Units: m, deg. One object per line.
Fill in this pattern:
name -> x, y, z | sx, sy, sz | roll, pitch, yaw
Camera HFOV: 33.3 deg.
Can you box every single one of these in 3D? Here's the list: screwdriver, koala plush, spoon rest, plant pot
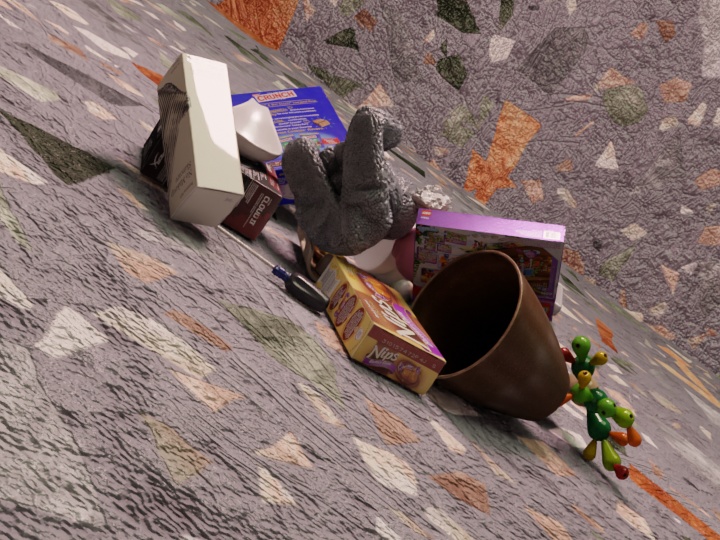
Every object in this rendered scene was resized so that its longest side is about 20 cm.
screwdriver -> -0.123, -0.010, 1.497 | 0.198, 0.028, 0.029 | 33, 41, -3
koala plush -> 0.017, -0.096, 1.657 | 0.199, 0.175, 0.187 | 17, 58, -56
spoon rest -> -0.155, -0.202, 1.689 | 0.099, 0.061, 0.200 | 31, 11, -16
plant pot -> 0.186, 0.107, 1.580 | 0.200, 0.187, 0.187 | 41, 6, -35

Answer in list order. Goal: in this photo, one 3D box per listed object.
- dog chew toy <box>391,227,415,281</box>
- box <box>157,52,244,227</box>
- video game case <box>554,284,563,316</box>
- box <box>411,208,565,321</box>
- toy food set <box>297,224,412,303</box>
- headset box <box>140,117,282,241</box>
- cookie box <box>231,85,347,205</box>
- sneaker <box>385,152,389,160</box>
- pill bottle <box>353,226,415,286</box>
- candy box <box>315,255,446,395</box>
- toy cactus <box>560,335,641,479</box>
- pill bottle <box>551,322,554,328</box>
dog chew toy -> 0.140, -0.004, 1.727 | 0.197, 0.126, 0.125 | 19, 13, -4
box -> -0.200, -0.162, 1.493 | 0.068, 0.082, 0.203 | 10, 55, -33
video game case -> 0.250, -0.004, 1.950 | 0.181, 0.023, 0.200 | 38, 13, 3
box -> 0.169, -0.007, 1.616 | 0.196, 0.138, 0.039 | 8, 39, 7
toy food set -> 0.000, 0.000, 1.704 | 0.198, 0.061, 0.144 | 32, 13, -19
headset box -> -0.194, -0.130, 1.633 | 0.198, 0.078, 0.149 | 32, 12, -18
cookie box -> -0.108, -0.194, 1.852 | 0.168, 0.076, 0.201 | -9, 44, -19
sneaker -> -0.019, -0.148, 1.975 | 0.087, 0.200, 0.076 | 25, 57, -13
pill bottle -> 0.086, -0.017, 1.875 | 0.199, 0.117, 0.116 | 24, 16, -42
candy box -> 0.021, 0.067, 1.518 | 0.116, 0.057, 0.200 | 29, 12, -26
toy cactus -> 0.318, 0.186, 1.693 | 0.202, 0.101, 0.165 | 62, -1, -11
pill bottle -> 0.247, 0.075, 1.968 | 0.112, 0.114, 0.200 | 33, 13, -9
